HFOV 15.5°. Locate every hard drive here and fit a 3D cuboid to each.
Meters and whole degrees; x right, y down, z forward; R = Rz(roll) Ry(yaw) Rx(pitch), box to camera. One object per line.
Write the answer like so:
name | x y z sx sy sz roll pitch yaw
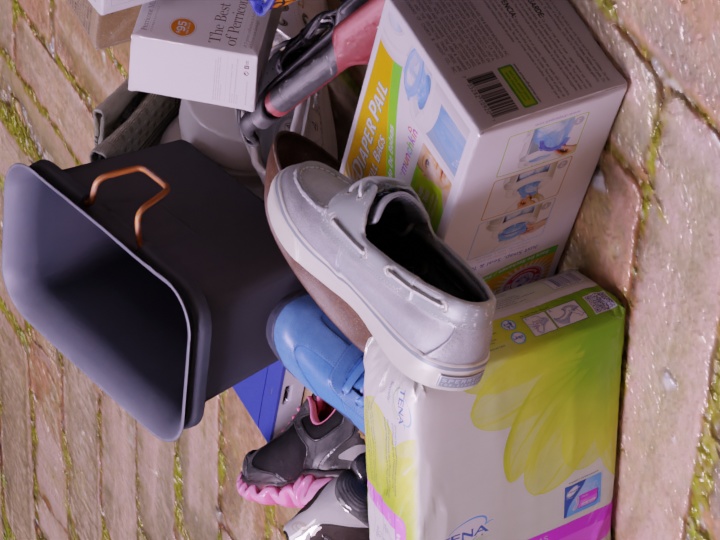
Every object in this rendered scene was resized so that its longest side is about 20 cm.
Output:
hard drive | -0.101 0.023 2.068 0.200 0.025 0.132 56 152 31

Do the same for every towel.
towel | -0.153 -0.086 1.917 0.035 0.200 0.193 26 141 11

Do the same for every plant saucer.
plant saucer | 0.000 0.000 1.669 0.200 0.037 0.200 47 -166 -15

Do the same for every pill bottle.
pill bottle | -0.091 -0.057 1.880 0.114 0.114 0.200 56 151 31

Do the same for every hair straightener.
hair straightener | -0.010 -0.144 1.646 0.200 0.041 0.077 -41 24 34

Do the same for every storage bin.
storage bin | -0.123 -0.009 1.732 0.200 0.134 0.146 37 135 34

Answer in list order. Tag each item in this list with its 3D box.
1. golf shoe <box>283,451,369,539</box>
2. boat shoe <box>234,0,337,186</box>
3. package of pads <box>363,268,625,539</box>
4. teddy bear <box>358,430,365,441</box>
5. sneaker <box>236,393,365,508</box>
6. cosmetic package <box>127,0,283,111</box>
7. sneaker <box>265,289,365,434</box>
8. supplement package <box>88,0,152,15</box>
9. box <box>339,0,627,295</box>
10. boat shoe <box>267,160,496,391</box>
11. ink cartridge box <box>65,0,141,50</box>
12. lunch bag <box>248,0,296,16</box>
golf shoe | 0.007 0.193 1.816 0.078 0.094 0.200 61 -177 37
boat shoe | -0.059 -0.147 1.753 0.069 0.071 0.200 32 -137 -67
package of pads | 0.077 0.109 1.590 0.068 0.154 0.200 44 144 46
teddy bear | -0.005 0.044 1.821 0.200 0.067 0.145 46 159 16
sneaker | -0.032 0.132 1.965 0.200 0.079 0.096 174 100 -65
cosmetic package | -0.088 -0.189 1.693 0.200 0.082 0.051 -78 -5 -46
sneaker | 0.024 0.083 1.707 0.200 0.066 0.078 43 176 -28
supplement package | -0.096 -0.259 1.643 0.117 0.200 0.117 51 149 37
box | 0.065 -0.070 1.554 0.113 0.101 0.200 58 152 28
boat shoe | 0.017 -0.015 1.505 0.201 0.070 0.072 48 130 40
ink cartridge box | -0.193 -0.294 1.981 0.165 0.075 0.200 59 154 30
lunch bag | 0.014 -0.247 1.454 0.124 0.170 0.200 59 153 19
